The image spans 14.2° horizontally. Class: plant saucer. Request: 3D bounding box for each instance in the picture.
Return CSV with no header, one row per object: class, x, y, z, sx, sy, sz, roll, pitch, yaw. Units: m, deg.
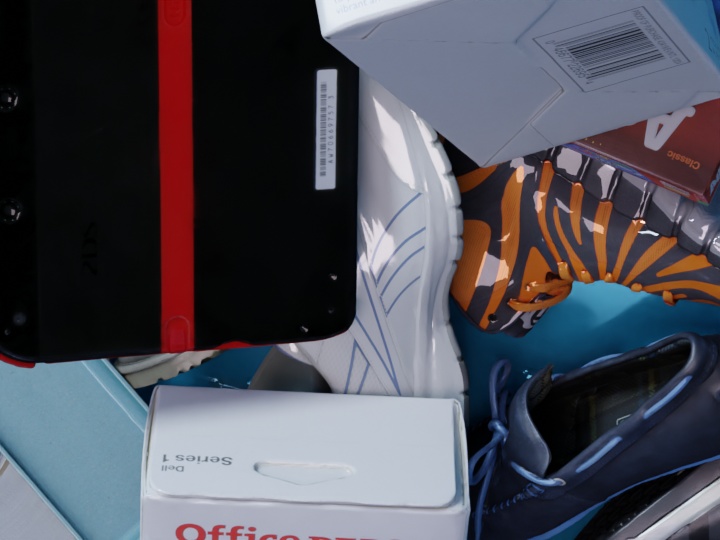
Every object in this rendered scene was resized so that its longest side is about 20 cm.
plant saucer,-0.161,0.046,1.361,0.070,0.019,0.200,-41,89,-22

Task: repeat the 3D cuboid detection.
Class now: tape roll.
tape roll,-0.219,0.073,1.378,0.200,0.200,0.066,48,154,-1

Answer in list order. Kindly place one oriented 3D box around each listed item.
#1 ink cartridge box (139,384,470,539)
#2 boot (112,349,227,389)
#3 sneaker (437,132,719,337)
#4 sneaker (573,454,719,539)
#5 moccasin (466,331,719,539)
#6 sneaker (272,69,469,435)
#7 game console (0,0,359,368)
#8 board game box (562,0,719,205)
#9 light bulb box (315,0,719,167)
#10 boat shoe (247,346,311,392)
ink cartridge box,-0.029,0.154,1.324,0.145,0.084,0.201,3,126,-2
boot,-0.088,-0.068,1.366,0.182,0.073,0.200,-34,101,4
sneaker,0.116,-0.006,1.336,0.200,0.078,0.112,33,115,16
sneaker,0.172,0.124,1.350,0.200,0.072,0.083,-39,95,21
moccasin,0.094,0.068,1.339,0.200,0.081,0.068,-29,136,29
sneaker,0.000,0.000,1.305,0.087,0.075,0.201,-10,110,-14
game console,-0.087,-0.058,1.230,0.176,0.031,0.201,-6,111,-17
board game box,0.086,-0.113,1.295,0.199,0.019,0.103,24,84,20
light bulb box,0.055,-0.174,1.200,0.124,0.198,0.201,-16,72,17
boat shoe,-0.027,0.102,1.414,0.062,0.073,0.201,17,106,-36
